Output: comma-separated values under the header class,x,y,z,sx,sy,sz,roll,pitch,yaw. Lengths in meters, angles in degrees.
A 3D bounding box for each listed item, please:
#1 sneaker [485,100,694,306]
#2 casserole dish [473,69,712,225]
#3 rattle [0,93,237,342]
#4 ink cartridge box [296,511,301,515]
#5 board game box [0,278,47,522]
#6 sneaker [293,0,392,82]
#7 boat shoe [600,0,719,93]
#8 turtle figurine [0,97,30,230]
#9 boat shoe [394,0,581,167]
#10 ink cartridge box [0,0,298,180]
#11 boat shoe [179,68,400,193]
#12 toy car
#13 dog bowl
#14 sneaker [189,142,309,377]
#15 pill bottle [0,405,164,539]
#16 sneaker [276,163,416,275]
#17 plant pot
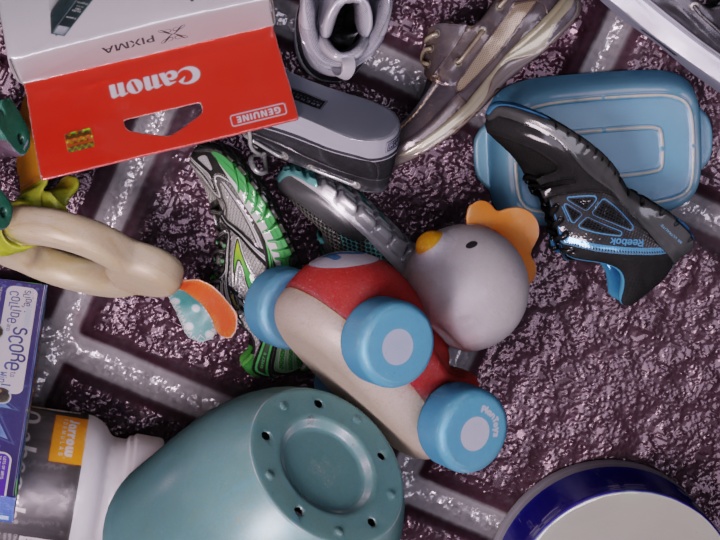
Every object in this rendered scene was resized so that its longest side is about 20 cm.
class,x,y,z,sx,sy,sz,roll,pitch,yaw
sneaker,0.166,-0.053,1.294,0.200,0.073,0.082,38,94,-13
casserole dish,0.191,-0.096,1.346,0.199,0.039,0.122,-5,102,-6
rattle,-0.177,-0.039,1.289,0.199,0.143,0.130,13,145,-2
ink cartridge box,-0.077,0.262,1.322,0.199,0.146,0.084,31,123,-11
board game box,-0.311,0.087,1.246,0.135,0.201,0.035,8,138,-9
sneaker,-0.009,-0.237,1.251,0.075,0.115,0.201,4,101,-8
boat shoe,0.270,-0.195,1.325,0.200,0.070,0.066,36,97,-5
turtle figurine,-0.345,-0.069,1.243,0.199,0.101,0.151,-4,80,22
boat shoe,0.081,-0.163,1.308,0.200,0.074,0.073,-43,92,-5
ink cartridge box,-0.160,-0.171,1.235,0.199,0.044,0.174,-14,65,-4
boat shoe,-0.063,-0.114,1.278,0.198,0.074,0.068,19,131,12
toy car,0.051,0.018,1.236,0.200,0.184,0.177,-49,118,-15
dog bowl,0.210,0.265,1.401,0.199,0.079,0.201,-2,102,-7
sneaker,-0.090,-0.005,1.307,0.085,0.078,0.201,-21,104,-2
pill bottle,-0.258,0.162,1.300,0.199,0.116,0.117,9,100,-9
sneaker,0.000,0.000,1.324,0.200,0.078,0.091,42,98,-12
plant pot,-0.061,0.178,1.206,0.200,0.201,0.161,32,131,-12
